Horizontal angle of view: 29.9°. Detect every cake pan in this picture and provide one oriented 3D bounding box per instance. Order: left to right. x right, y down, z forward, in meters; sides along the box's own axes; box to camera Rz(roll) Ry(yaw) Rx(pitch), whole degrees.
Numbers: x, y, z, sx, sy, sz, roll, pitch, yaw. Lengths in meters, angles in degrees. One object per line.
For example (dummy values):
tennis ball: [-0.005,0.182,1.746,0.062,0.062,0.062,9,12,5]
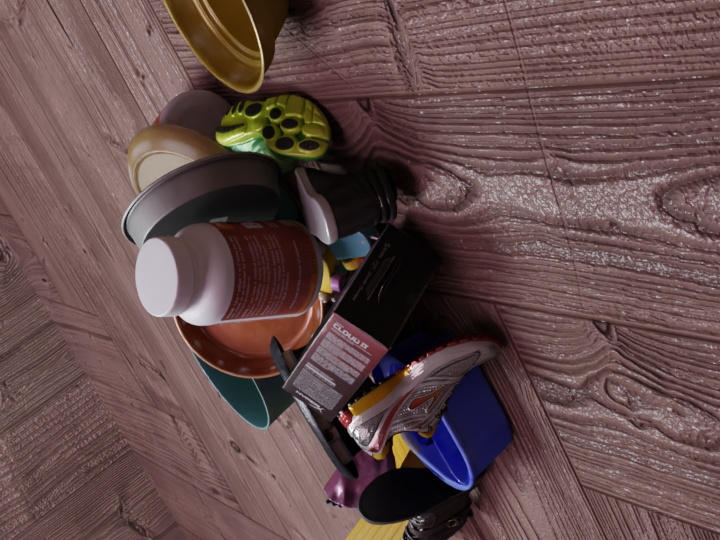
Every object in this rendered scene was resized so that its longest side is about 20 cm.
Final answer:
cake pan: [-0.177,-0.066,1.561,0.201,0.198,0.037,106,142,-63]

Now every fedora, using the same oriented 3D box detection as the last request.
fedora: [-0.029,0.150,1.642,0.202,0.091,0.201,60,178,4]

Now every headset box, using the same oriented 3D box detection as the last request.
headset box: [0.004,0.055,1.509,0.077,0.149,0.200,32,142,0]

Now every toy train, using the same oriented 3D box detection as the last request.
toy train: [0.000,0.000,1.618,0.149,0.056,0.201,32,141,3]

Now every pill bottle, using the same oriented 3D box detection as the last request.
pill bottle: [-0.233,-0.160,1.790,0.113,0.112,0.200,55,158,-3]
pill bottle: [-0.148,0.002,1.521,0.111,0.198,0.114,4,96,47]

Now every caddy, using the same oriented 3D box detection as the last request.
caddy: [0.089,0.169,1.615,0.201,0.105,0.141,60,158,-14]

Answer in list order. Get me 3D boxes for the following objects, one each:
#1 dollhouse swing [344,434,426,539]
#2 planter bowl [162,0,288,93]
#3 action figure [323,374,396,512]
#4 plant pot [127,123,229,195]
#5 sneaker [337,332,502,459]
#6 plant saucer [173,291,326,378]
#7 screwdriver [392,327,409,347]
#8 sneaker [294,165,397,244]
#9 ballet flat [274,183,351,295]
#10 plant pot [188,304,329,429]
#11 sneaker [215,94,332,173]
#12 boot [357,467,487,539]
dollhouse swing: [0.017,0.325,1.897,0.199,0.175,0.183,9,131,61]
planter bowl: [-0.134,-0.297,1.431,0.200,0.083,0.201,44,156,26]
action figure: [0.023,0.226,1.799,0.132,0.203,0.149,11,178,7]
plant pot: [-0.212,-0.097,1.691,0.198,0.028,0.201,19,143,15]
sneaker: [0.075,0.137,1.503,0.083,0.199,0.078,56,-170,3]
plant saucer: [-0.140,0.040,1.707,0.202,0.198,0.032,60,-163,-15]
screwdriver: [0.072,0.137,1.713,0.029,0.028,0.202,-101,-12,-64]
sneaker: [-0.014,-0.082,1.497,0.200,0.098,0.072,-132,27,-70]
ballet flat: [-0.086,-0.046,1.731,0.201,0.069,0.070,50,158,8]
plant pot: [-0.129,0.091,1.875,0.200,0.160,0.202,42,155,25]
sneaker: [-0.089,-0.159,1.583,0.083,0.075,0.199,33,168,-37]
boot: [0.078,0.317,1.738,0.070,0.198,0.175,58,152,32]
